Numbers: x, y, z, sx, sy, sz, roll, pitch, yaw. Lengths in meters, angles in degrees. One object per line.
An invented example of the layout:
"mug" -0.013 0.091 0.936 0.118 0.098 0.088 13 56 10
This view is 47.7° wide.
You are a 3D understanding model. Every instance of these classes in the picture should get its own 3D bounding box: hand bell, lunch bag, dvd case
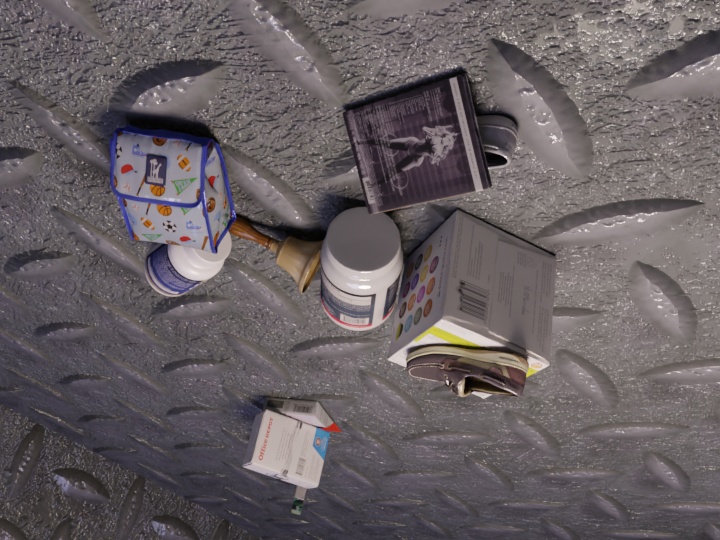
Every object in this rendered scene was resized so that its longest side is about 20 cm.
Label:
"hand bell" -0.167 -0.051 1.456 0.197 0.105 0.105 27 150 5
"lunch bag" -0.307 -0.137 1.323 0.166 0.125 0.202 9 136 9
"dvd case" 0.074 -0.167 1.111 0.197 0.016 0.152 -9 100 37

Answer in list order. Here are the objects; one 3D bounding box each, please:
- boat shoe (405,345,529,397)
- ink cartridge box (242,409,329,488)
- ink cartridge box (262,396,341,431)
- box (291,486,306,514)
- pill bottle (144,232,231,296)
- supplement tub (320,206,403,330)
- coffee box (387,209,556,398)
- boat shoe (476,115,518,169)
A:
"boat shoe" 0.159 0.161 1.253 0.196 0.066 0.072 1 148 22
"ink cartridge box" -0.195 0.473 2.155 0.197 0.149 0.086 23 153 -19
"ink cartridge box" -0.158 0.414 2.229 0.159 0.058 0.201 1 142 22
"box" -0.181 0.674 2.569 0.036 0.147 0.201 15 150 2
"pill bottle" -0.315 -0.028 1.498 0.110 0.113 0.199 30 151 -24
"supplement tub" 0.000 0.000 1.385 0.137 0.143 0.201 12 150 4
"coffee box" 0.183 0.063 1.348 0.197 0.203 0.198 22 149 -15
"boat shoe" 0.121 -0.164 1.133 0.196 0.070 0.072 2 148 21
